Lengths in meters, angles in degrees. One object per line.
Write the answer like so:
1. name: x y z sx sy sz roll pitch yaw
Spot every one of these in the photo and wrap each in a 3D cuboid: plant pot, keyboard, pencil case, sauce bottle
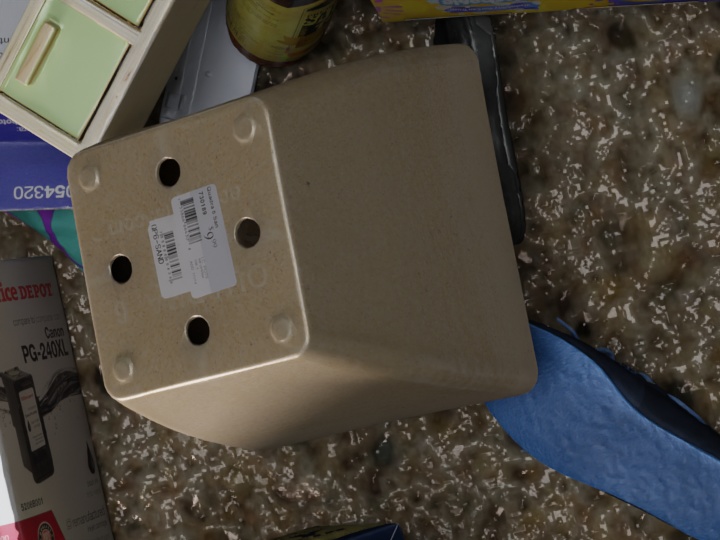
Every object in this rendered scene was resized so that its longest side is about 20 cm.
1. plant pot: -0.047 -0.010 1.245 0.199 0.177 0.201 -15 82 32
2. keyboard: -0.078 -0.182 1.402 0.056 0.011 0.201 13 96 7
3. pencil case: -0.203 -0.061 1.396 0.199 0.085 0.093 29 82 11
4. sauce bottle: -0.037 -0.174 1.293 0.066 0.200 0.066 2 77 -9

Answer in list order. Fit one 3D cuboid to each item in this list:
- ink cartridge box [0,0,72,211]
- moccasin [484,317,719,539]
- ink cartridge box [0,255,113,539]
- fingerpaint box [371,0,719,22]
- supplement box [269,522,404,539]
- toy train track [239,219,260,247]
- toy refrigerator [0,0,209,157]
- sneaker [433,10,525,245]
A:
1. ink cartridge box: -0.247 -0.131 1.359 0.195 0.043 0.201 -2 63 -4
2. moccasin: 0.150 0.097 1.331 0.200 0.068 0.081 38 108 10
3. ink cartridge box: -0.227 0.095 1.377 0.083 0.145 0.201 -13 89 14
4. fingerpaint box: 0.103 -0.235 1.296 0.199 0.073 0.168 -2 71 14
5. supplement box: -0.033 0.256 1.291 0.134 0.200 0.201 -17 87 -15
6. toy train track: 0.000 0.000 1.381 0.199 0.033 0.115 15 87 6
7. toy refrigerator: -0.127 -0.164 1.269 0.076 0.070 0.201 32 103 9
8. sneaker: 0.036 -0.072 1.339 0.104 0.060 0.201 -11 90 -4
